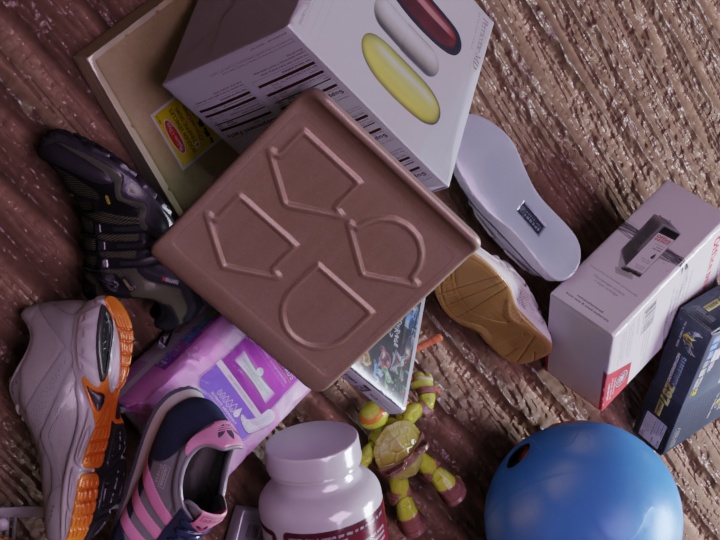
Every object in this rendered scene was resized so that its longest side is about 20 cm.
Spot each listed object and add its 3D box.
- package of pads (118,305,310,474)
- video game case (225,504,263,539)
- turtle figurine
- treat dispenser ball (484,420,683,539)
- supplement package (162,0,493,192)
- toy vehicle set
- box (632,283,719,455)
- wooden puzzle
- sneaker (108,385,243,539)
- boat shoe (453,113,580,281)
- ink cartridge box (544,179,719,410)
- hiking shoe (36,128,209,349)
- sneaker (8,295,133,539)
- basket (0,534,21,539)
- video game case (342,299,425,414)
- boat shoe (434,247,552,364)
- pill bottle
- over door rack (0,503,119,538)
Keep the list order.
[{"bbox_3d":[-0.112,0.088,1.244,0.200,0.075,0.121,-45,121,-23],"label":"package of pads"},{"bbox_3d":[-0.086,0.328,1.351,0.143,0.018,0.201,17,88,-39],"label":"video game case"},{"bbox_3d":[0.044,0.171,1.388,0.200,0.064,0.162,-46,123,-21],"label":"turtle figurine"},{"bbox_3d":[0.225,0.253,1.457,0.200,0.200,0.202,-8,104,-36],"label":"treat dispenser ball"},{"bbox_3d":[-0.020,-0.180,1.175,0.200,0.147,0.192,41,50,-34],"label":"supplement package"},{"bbox_3d":[-0.141,-0.129,1.209,0.124,0.026,0.201,-41,121,-24],"label":"toy vehicle set"},{"bbox_3d":[0.392,0.095,1.591,0.157,0.051,0.201,-26,143,-35],"label":"box"},{"bbox_3d":[-0.035,-0.024,1.130,0.185,0.046,0.200,42,112,-16],"label":"wooden puzzle"},{"bbox_3d":[-0.147,0.199,1.149,0.070,0.082,0.201,-3,115,-43],"label":"sneaker"},{"bbox_3d":[0.136,-0.066,1.411,0.074,0.065,0.200,-43,110,-23],"label":"boat shoe"},{"bbox_3d":[0.287,0.025,1.499,0.200,0.083,0.147,-42,151,-24],"label":"ink cartridge box"},{"bbox_3d":[-0.196,-0.024,1.156,0.101,0.076,0.200,-47,112,-6],"label":"hiking shoe"},{"bbox_3d":[-0.238,0.119,1.145,0.076,0.091,0.201,26,68,-70],"label":"sneaker"},{"bbox_3d":[-0.279,0.291,1.062,0.199,0.149,0.143,20,106,-10],"label":"basket"},{"bbox_3d":[0.000,0.000,1.287,0.182,0.023,0.201,42,49,-41],"label":"video game case"},{"bbox_3d":[0.126,0.019,1.421,0.200,0.070,0.070,47,31,-45],"label":"boat shoe"},{"bbox_3d":[-0.030,0.244,1.293,0.113,0.113,0.201,-19,110,-33],"label":"pill bottle"},{"bbox_3d":[-0.220,0.265,1.204,0.199,0.066,0.149,0,100,-37],"label":"over door rack"}]
